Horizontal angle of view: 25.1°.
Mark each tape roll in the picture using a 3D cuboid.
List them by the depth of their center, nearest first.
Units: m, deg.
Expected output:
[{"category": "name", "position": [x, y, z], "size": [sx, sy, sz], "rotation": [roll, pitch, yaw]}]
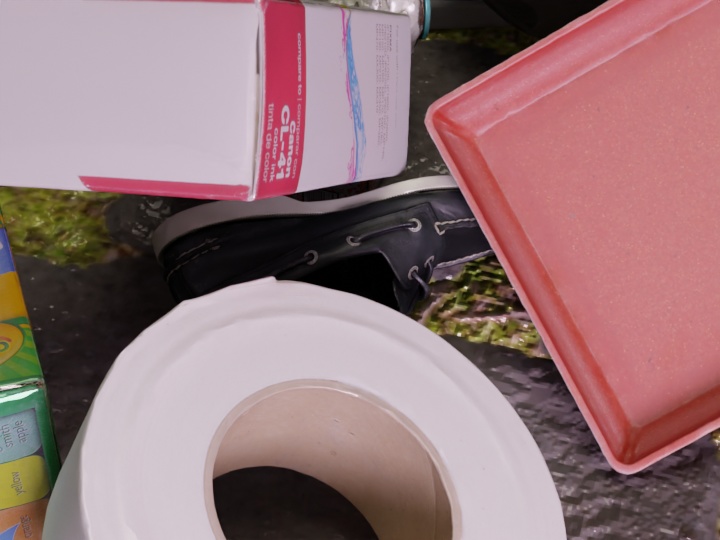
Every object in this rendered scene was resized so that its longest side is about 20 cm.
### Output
[{"category": "tape roll", "position": [-0.021, 0.105, 0.633], "size": [0.200, 0.071, 0.204], "rotation": [13, 51, -16]}]

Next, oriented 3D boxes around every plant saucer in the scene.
[{"category": "plant saucer", "position": [0.161, -0.037, 0.765], "size": [0.198, 0.037, 0.201], "rotation": [-29, 77, 5]}]

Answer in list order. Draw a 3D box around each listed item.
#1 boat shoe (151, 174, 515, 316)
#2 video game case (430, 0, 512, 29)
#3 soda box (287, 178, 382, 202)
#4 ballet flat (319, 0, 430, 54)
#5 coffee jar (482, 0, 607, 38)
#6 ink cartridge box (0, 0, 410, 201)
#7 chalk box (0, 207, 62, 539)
[{"category": "boat shoe", "position": [0.000, -0.001, 0.790], "size": [0.197, 0.075, 0.067], "rotation": [-4, 65, -26]}, {"category": "video game case", "position": [-0.004, -0.215, 1.036], "size": [0.198, 0.023, 0.183], "rotation": [-3, 45, -5]}, {"category": "soda box", "position": [-0.078, -0.095, 0.883], "size": [0.198, 0.064, 0.069], "rotation": [16, 46, 12]}, {"category": "ballet flat", "position": [-0.008, -0.184, 0.920], "size": [0.071, 0.072, 0.201], "rotation": [-5, 32, -7]}, {"category": "coffee jar", "position": [0.074, -0.227, 0.962], "size": [0.085, 0.104, 0.201], "rotation": [-46, 48, 16]}, {"category": "ink cartridge box", "position": [-0.073, -0.081, 0.729], "size": [0.146, 0.087, 0.200], "rotation": [4, 5, 20]}, {"category": "chalk box", "position": [-0.191, 0.063, 0.678], "size": [0.123, 0.125, 0.201], "rotation": [-13, 48, -14]}]
